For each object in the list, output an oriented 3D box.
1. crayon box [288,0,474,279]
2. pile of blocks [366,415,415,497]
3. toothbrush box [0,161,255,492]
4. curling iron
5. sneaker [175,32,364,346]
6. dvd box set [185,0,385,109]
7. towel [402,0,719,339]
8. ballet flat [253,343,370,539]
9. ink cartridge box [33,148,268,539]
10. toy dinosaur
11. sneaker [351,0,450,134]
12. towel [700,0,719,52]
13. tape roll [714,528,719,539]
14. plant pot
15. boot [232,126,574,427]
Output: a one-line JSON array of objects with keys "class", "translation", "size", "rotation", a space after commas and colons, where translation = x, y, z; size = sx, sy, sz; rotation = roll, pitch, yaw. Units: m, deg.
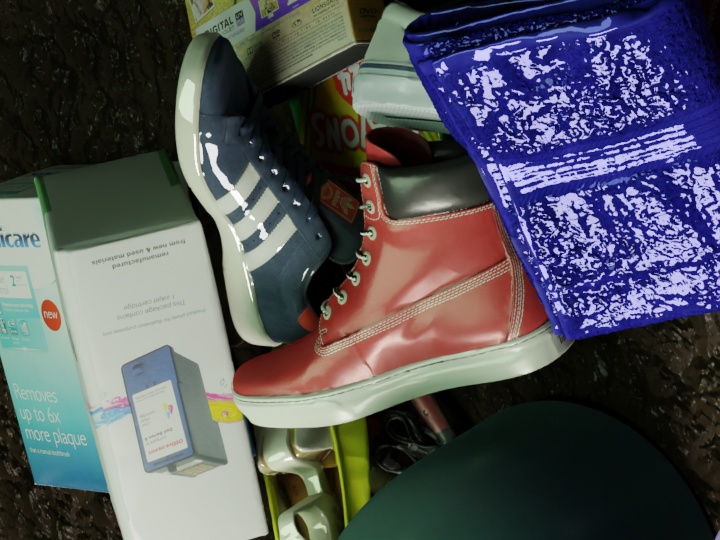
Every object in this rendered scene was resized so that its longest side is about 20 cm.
[{"class": "crayon box", "translation": [0.030, -0.046, 1.661], "size": [0.127, 0.051, 0.200], "rotation": [-2, 107, 51]}, {"class": "pile of blocks", "translation": [-0.007, 0.120, 1.767], "size": [0.200, 0.082, 0.062], "rotation": [49, 140, 24]}, {"class": "toothbrush box", "translation": [-0.163, 0.036, 1.917], "size": [0.146, 0.085, 0.200], "rotation": [2, 108, 51]}, {"class": "curling iron", "translation": [0.000, 0.035, 1.750], "size": [0.200, 0.050, 0.026], "rotation": [64, -174, 15]}, {"class": "sneaker", "translation": [-0.040, -0.045, 1.632], "size": [0.084, 0.075, 0.200], "rotation": [0, 131, 21]}, {"class": "dvd box set", "translation": [-0.053, -0.197, 1.653], "size": [0.146, 0.029, 0.200], "rotation": [-25, 73, 50]}, {"class": "towel", "translation": [0.121, -0.050, 1.451], "size": [0.147, 0.050, 0.200], "rotation": [-9, 129, 28]}, {"class": "ballet flat", "translation": [-0.028, 0.126, 1.708], "size": [0.067, 0.067, 0.200], "rotation": [-18, 75, 30]}, {"class": "ink cartridge box", "translation": [-0.122, 0.049, 1.724], "size": [0.145, 0.087, 0.200], "rotation": [-121, 20, -69]}, {"class": "toy dinosaur", "translation": [-0.088, 0.008, 1.806], "size": [0.101, 0.058, 0.200], "rotation": [67, 148, 31]}, {"class": "sneaker", "translation": [0.089, -0.104, 1.520], "size": [0.200, 0.073, 0.071], "rotation": [8, 82, 23]}, {"class": "towel", "translation": [0.191, -0.145, 1.420], "size": [0.200, 0.022, 0.145], "rotation": [43, 139, 32]}, {"class": "tape roll", "translation": [0.267, 0.180, 1.455], "size": [0.200, 0.085, 0.200], "rotation": [26, 126, 41]}, {"class": "plant pot", "translation": [0.070, 0.186, 1.605], "size": [0.200, 0.161, 0.201], "rotation": [11, 109, 36]}, {"class": "boot", "translation": [0.000, 0.000, 1.592], "size": [0.200, 0.072, 0.144], "rotation": [-18, 108, 27]}]
